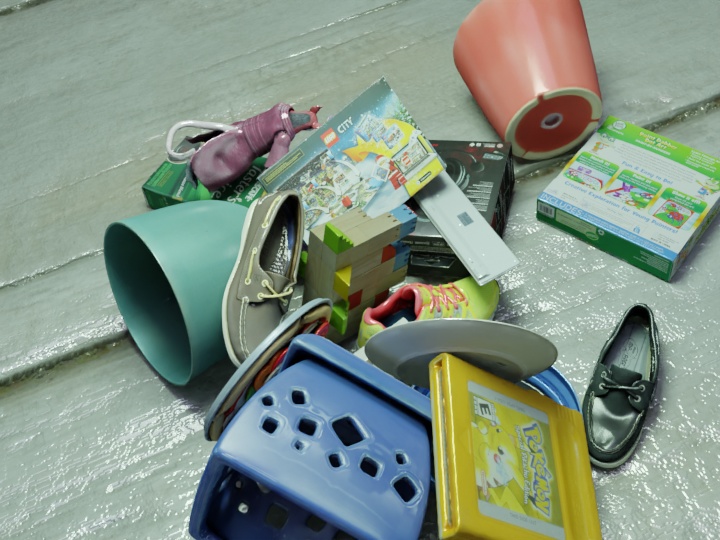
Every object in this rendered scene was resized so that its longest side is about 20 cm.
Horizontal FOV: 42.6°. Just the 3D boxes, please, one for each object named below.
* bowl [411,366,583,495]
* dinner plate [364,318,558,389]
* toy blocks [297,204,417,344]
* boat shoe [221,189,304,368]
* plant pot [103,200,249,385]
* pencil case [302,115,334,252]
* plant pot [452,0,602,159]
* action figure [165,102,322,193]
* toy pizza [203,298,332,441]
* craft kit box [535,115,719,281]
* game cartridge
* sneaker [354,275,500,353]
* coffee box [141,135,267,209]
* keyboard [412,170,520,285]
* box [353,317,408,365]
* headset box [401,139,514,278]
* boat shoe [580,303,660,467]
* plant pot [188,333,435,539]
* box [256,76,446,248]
[{"bbox_3d":[0.144,0.174,1.009,0.196,0.040,0.204,-4,49,4],"label":"bowl"},{"bbox_3d":[0.101,0.093,0.934,0.195,0.201,0.025,-1,66,7],"label":"dinner plate"},{"bbox_3d":[0.000,0.000,1.097,0.135,0.203,0.100,-26,52,-34],"label":"toy blocks"},{"bbox_3d":[-0.102,0.008,1.016,0.059,0.071,0.204,-16,59,51],"label":"boat shoe"},{"bbox_3d":[-0.188,0.010,1.104,0.159,0.204,0.200,-26,49,-33],"label":"plant pot"},{"bbox_3d":[-0.052,-0.099,1.190,0.084,0.084,0.202,30,91,-4],"label":"pencil case"},{"bbox_3d":[0.243,-0.269,1.290,0.196,0.202,0.180,-12,58,-3],"label":"plant pot"},{"bbox_3d":[-0.140,-0.185,1.229,0.197,0.149,0.136,-22,50,17],"label":"action figure"},{"bbox_3d":[-0.091,0.114,0.998,0.032,0.201,0.200,40,63,11],"label":"toy pizza"},{"bbox_3d":[0.365,-0.102,1.216,0.198,0.049,0.198,30,61,29],"label":"craft kit box"},{"bbox_3d":[0.150,0.188,0.872,0.197,0.032,0.179,23,48,-29],"label":"game cartridge"},{"bbox_3d":[0.083,0.049,1.092,0.197,0.091,0.078,-26,48,-18],"label":"sneaker"},{"bbox_3d":[-0.196,-0.119,1.308,0.197,0.044,0.124,19,54,23],"label":"coffee box"},{"bbox_3d":[0.121,-0.058,1.123,0.055,0.011,0.201,-22,47,-12],"label":"keyboard"},{"bbox_3d":[-0.016,0.129,1.030,0.198,0.039,0.041,-36,16,-3],"label":"box"},{"bbox_3d":[0.112,-0.076,1.200,0.146,0.078,0.202,5,48,20],"label":"headset box"},{"bbox_3d":[0.291,0.119,1.018,0.073,0.067,0.201,19,55,23],"label":"boat shoe"},{"bbox_3d":[-0.033,0.194,0.891,0.197,0.201,0.181,28,49,4],"label":"plant pot"},{"bbox_3d":[-0.011,-0.120,1.135,0.199,0.137,0.038,-39,8,-5],"label":"box"}]
